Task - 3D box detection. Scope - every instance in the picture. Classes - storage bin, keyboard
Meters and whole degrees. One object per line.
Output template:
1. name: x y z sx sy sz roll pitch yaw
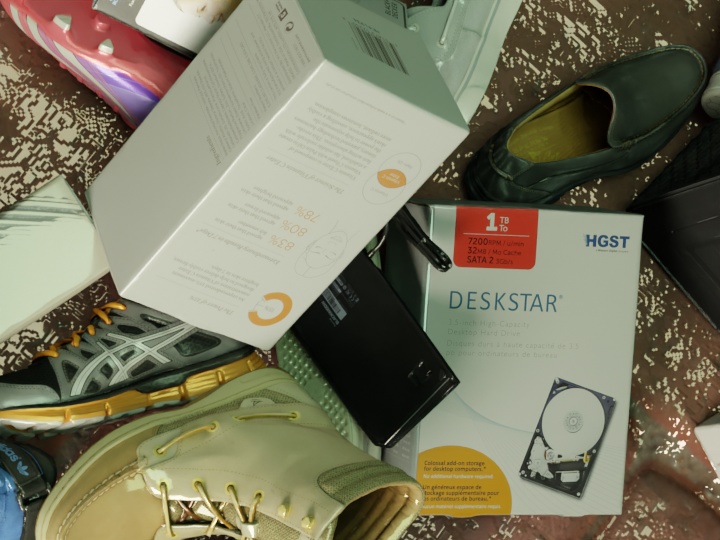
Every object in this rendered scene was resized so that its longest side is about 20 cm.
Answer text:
1. storage bin: 0.284 -0.033 1.455 0.094 0.200 0.135 -44 98 -18
2. keyboard: 0.000 0.000 1.376 0.021 0.127 0.200 0 49 -56

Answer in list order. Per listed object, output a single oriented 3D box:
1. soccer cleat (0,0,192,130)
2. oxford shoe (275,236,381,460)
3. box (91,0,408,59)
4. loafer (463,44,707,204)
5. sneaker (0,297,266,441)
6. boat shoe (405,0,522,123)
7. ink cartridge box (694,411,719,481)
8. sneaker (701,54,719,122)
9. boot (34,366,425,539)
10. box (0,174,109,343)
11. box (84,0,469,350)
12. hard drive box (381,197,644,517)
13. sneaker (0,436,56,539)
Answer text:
1. soccer cleat: -0.154 -0.127 1.393 0.199 0.077 0.067 31 46 2
2. oxford shoe: -0.016 0.057 1.421 0.058 0.075 0.201 28 59 -60
3. box: -0.068 -0.170 1.393 0.199 0.117 0.060 26 116 -16
4. loafer: 0.165 -0.102 1.485 0.200 0.072 0.073 -34 79 -21
5. sneaker: -0.158 0.057 1.362 0.199 0.078 0.078 -13 87 -30
6. boat shoe: 0.059 -0.157 1.462 0.068 0.072 0.201 27 76 -11
7. ink cartridge box: 0.367 0.121 1.494 0.199 0.147 0.147 -29 94 -19
8. sneaker: 0.345 -0.138 1.557 0.202 0.077 0.147 32 65 -25
9. boot: -0.078 0.146 1.292 0.199 0.155 0.073 -26 130 -29
10. box: -0.253 0.025 1.328 0.200 0.082 0.069 -35 94 -21
11. box: -0.053 -0.065 1.310 0.124 0.098 0.200 23 120 -40
12. hard drive box: 0.095 0.056 1.426 0.155 0.077 0.201 1 95 -20
13. sneaker: -0.239 0.118 1.281 0.111 0.077 0.201 -34 139 -26
